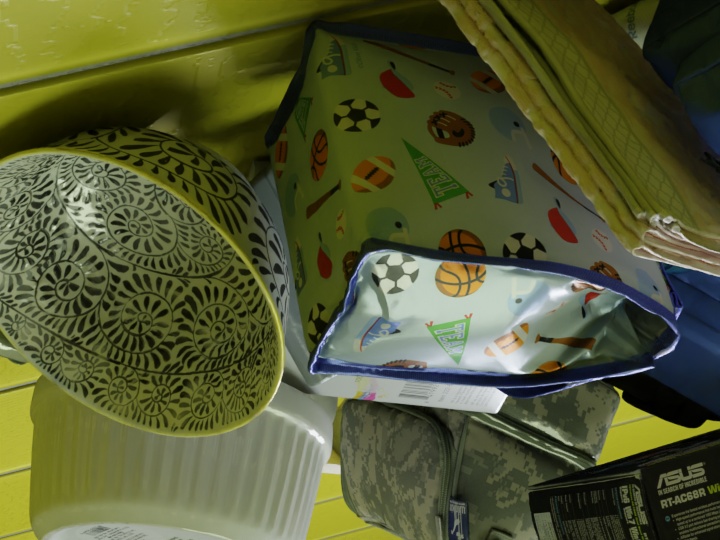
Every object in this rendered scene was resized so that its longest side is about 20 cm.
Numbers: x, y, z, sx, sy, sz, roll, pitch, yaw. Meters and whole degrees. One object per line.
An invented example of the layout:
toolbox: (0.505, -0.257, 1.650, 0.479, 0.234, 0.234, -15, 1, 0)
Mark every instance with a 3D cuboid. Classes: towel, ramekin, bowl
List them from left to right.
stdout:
bowl: (-0.114, -0.012, 1.312, 0.201, 0.201, 0.094, -30, -161, 44)
ramekin: (-0.121, 0.138, 1.521, 0.199, 0.105, 0.200, 6, 158, 3)
towel: (0.133, -0.080, 1.212, 0.032, 0.200, 0.191, -43, 155, 20)

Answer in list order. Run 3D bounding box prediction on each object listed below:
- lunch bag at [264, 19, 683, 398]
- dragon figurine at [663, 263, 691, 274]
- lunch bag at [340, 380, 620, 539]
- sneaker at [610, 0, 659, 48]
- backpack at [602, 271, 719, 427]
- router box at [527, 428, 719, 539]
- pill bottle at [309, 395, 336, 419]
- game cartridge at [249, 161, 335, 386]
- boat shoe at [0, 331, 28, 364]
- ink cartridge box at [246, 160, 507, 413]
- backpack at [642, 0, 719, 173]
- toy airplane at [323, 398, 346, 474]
lunch bag: (0.063, -0.028, 1.246, 0.199, 0.170, 0.124, 4, 141, -21)
dragon figurine: (0.180, -0.035, 1.372, 0.059, 0.100, 0.200, 27, 148, -31)
lunch bag: (0.076, 0.128, 1.712, 0.139, 0.168, 0.200, 24, 175, -26)
sneaker: (0.205, -0.113, 1.400, 0.087, 0.075, 0.200, -7, 150, 30)
backpack: (0.196, 0.006, 1.552, 0.162, 0.168, 0.200, 24, -174, -2)
router box: (0.230, 0.138, 1.514, 0.199, 0.062, 0.150, -14, 176, -25)
pill bottle: (-0.122, 0.097, 1.733, 0.200, 0.120, 0.120, -5, 163, -37)
game cartridge: (0.024, -0.036, 1.363, 0.200, 0.134, 0.040, -29, -177, 6)
boat shoe: (-0.200, 0.037, 1.540, 0.071, 0.070, 0.201, -29, 165, 31)
ink cartridge box: (0.010, 0.012, 1.487, 0.199, 0.085, 0.145, 6, 144, -15)
backpack: (0.260, -0.089, 1.217, 0.200, 0.168, 0.162, 43, 138, -20)
toy airplane: (0.060, 0.171, 2.238, 0.198, 0.142, 0.200, 13, -168, 20)
